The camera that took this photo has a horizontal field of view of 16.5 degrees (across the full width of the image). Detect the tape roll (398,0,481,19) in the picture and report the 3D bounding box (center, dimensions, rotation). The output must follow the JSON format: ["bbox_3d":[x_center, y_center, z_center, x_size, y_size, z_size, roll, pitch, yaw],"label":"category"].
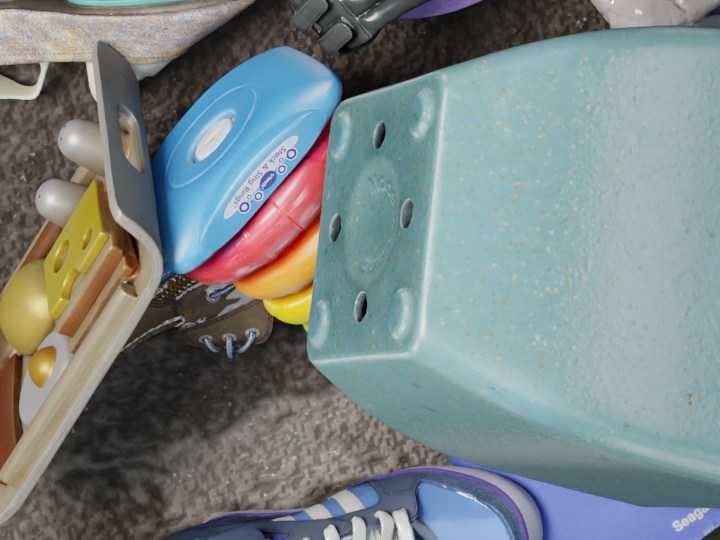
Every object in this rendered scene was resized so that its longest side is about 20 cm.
[{"bbox_3d":[0.016,-0.222,1.182,0.199,0.066,0.201,0,101,-1],"label":"tape roll"}]

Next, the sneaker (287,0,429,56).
[{"bbox_3d":[-0.047,-0.136,1.129,0.199,0.071,0.099,-18,96,-1],"label":"sneaker"}]

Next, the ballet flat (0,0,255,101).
[{"bbox_3d":[-0.146,-0.116,1.209,0.199,0.068,0.067,1,120,5],"label":"ballet flat"}]

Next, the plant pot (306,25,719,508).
[{"bbox_3d":[0.091,-0.007,1.060,0.199,0.196,0.196,10,82,-24],"label":"plant pot"}]

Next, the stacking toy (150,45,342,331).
[{"bbox_3d":[0.000,0.000,1.161,0.200,0.110,0.116,42,90,-24],"label":"stacking toy"}]

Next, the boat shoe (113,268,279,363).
[{"bbox_3d":[-0.069,0.004,1.221,0.200,0.072,0.072,-38,100,6],"label":"boat shoe"}]

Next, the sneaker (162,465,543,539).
[{"bbox_3d":[-0.024,0.153,1.188,0.199,0.146,0.081,-9,98,22],"label":"sneaker"}]

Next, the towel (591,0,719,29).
[{"bbox_3d":[0.140,-0.224,1.135,0.191,0.032,0.200,-36,96,-24],"label":"towel"}]

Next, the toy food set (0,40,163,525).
[{"bbox_3d":[-0.158,0.008,1.160,0.060,0.144,0.200,21,119,-24],"label":"toy food set"}]

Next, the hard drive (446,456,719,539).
[{"bbox_3d":[0.097,0.057,1.218,0.132,0.025,0.200,-39,83,19],"label":"hard drive"}]

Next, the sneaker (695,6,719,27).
[{"bbox_3d":[0.187,-0.126,1.201,0.088,0.080,0.201,-24,104,-13],"label":"sneaker"}]
